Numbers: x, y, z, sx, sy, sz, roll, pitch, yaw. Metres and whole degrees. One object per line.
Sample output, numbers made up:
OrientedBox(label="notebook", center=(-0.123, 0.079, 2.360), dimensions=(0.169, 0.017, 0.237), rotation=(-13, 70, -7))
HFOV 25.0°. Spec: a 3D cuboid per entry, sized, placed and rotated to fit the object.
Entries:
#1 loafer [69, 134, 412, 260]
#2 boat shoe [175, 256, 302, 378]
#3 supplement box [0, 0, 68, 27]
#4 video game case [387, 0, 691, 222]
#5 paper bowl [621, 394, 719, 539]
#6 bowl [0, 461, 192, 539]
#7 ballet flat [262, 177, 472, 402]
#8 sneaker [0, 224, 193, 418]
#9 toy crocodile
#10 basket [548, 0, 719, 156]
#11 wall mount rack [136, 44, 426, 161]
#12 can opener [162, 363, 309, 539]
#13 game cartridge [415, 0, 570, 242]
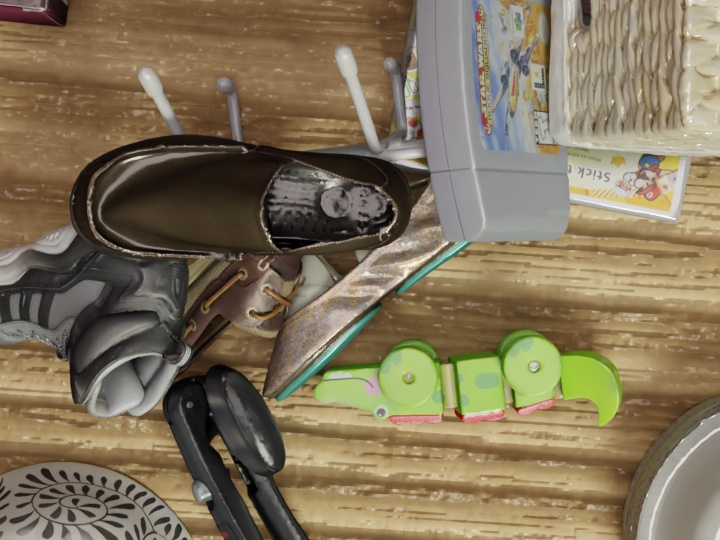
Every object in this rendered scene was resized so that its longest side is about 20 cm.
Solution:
OrientedBox(label="loafer", center=(-0.066, -0.043, 0.925), dimensions=(0.199, 0.071, 0.073), rotation=(-3, 94, -7))
OrientedBox(label="boat shoe", center=(-0.067, 0.009, 1.023), dimensions=(0.199, 0.072, 0.072), rotation=(-32, 81, 23))
OrientedBox(label="supplement box", center=(-0.237, -0.263, 1.035), dimensions=(0.110, 0.086, 0.201), rotation=(6, 91, -1))
OrientedBox(label="video game case", center=(0.128, -0.139, 1.070), dimensions=(0.199, 0.023, 0.183), rotation=(11, 91, -1))
OrientedBox(label="paper bowl", center=(0.272, 0.177, 1.036), dimensions=(0.199, 0.104, 0.202), rotation=(0, 91, 2))
OrientedBox(label="bowl", center=(-0.199, 0.229, 1.043), dimensions=(0.199, 0.094, 0.202), rotation=(0, 90, 0))
OrientedBox(label="ballet flat", center=(0.000, 0.000, 1.050), dimensions=(0.200, 0.068, 0.067), rotation=(-40, 87, 1))
OrientedBox(label="sneaker", center=(-0.183, 0.041, 1.006), dimensions=(0.199, 0.075, 0.114), rotation=(-21, 68, 30))
OrientedBox(label="toy crocodile", center=(0.069, 0.074, 1.051), dimensions=(0.199, 0.068, 0.062), rotation=(-4, 92, 0))
OrientedBox(label="basket", center=(0.232, -0.170, 0.973), dimensions=(0.199, 0.161, 0.200), rotation=(1, 92, -19))
OrientedBox(label="wall mount rack", center=(-0.046, -0.094, 0.985), dimensions=(0.199, 0.174, 0.075), rotation=(-5, 97, 12))
OrientedBox(label="can opener", center=(-0.070, 0.156, 1.056), dimensions=(0.063, 0.079, 0.201), rotation=(-24, 100, -15))
OrientedBox(label="game cartridge", center=(0.081, -0.117, 0.993), dimensions=(0.041, 0.133, 0.201), rotation=(-4, 90, 29))
